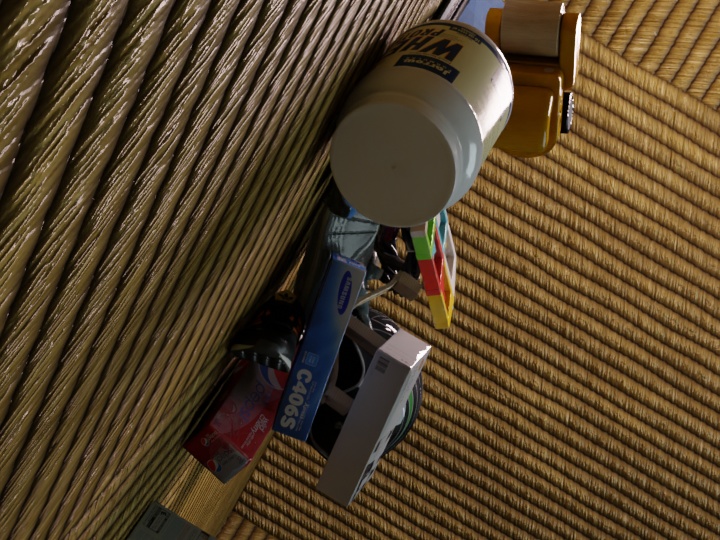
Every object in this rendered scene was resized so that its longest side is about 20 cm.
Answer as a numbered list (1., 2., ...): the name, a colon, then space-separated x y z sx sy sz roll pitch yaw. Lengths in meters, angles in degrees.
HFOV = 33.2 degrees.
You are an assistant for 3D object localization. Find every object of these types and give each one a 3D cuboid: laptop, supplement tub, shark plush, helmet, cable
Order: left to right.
1. helmet: -0.011 0.148 1.579 0.191 0.200 0.200 -48 176 -9
2. shark plush: 0.000 0.000 1.514 0.092 0.082 0.202 108 -26 -47
3. cable: 0.054 -0.068 1.665 0.164 0.050 0.202 113 -33 -55
4. supplement tub: 0.060 -0.142 1.157 0.146 0.144 0.201 -61 177 36
5. laptop: 0.166 -0.325 1.627 0.189 0.115 0.200 -60 178 -19

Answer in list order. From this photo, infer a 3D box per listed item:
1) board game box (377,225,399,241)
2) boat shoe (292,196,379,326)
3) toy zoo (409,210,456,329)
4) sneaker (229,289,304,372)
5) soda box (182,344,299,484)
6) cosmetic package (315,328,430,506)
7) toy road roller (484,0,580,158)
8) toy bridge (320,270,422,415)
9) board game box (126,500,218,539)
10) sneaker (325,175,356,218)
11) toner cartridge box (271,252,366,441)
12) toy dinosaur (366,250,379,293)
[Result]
1. board game box: 0.036 -0.124 1.533 0.200 0.032 0.122 111 -26 -72
2. boat shoe: -0.033 -0.031 1.439 0.065 0.074 0.205 37 -67 52
3. toy zoo: 0.097 -0.021 1.538 0.132 0.020 0.202 -80 159 -45
4. sneaker: -0.098 0.062 1.351 0.200 0.069 0.091 107 -1 -84
5. soda box: -0.132 0.156 1.445 0.063 0.070 0.201 -39 -168 37
6. cosmetic package: 0.016 0.175 1.432 0.202 0.050 0.083 -67 170 23
7. toy road roller: 0.220 -0.244 1.596 0.147 0.121 0.203 -63 155 -52
8. toy bridge: 0.002 0.078 1.452 0.201 0.067 0.027 -57 -174 -28
9. board game box: -0.191 0.375 1.371 0.065 0.198 0.148 -60 177 34
10. sneaker: 0.031 -0.131 1.343 0.201 0.089 0.079 -58 177 -34
11. toner cartridge box: -0.047 0.084 1.365 0.095 0.043 0.203 -110 -140 -84
12. toy dinosaur: -0.015 -0.009 1.726 0.078 0.101 0.200 -60 177 34
